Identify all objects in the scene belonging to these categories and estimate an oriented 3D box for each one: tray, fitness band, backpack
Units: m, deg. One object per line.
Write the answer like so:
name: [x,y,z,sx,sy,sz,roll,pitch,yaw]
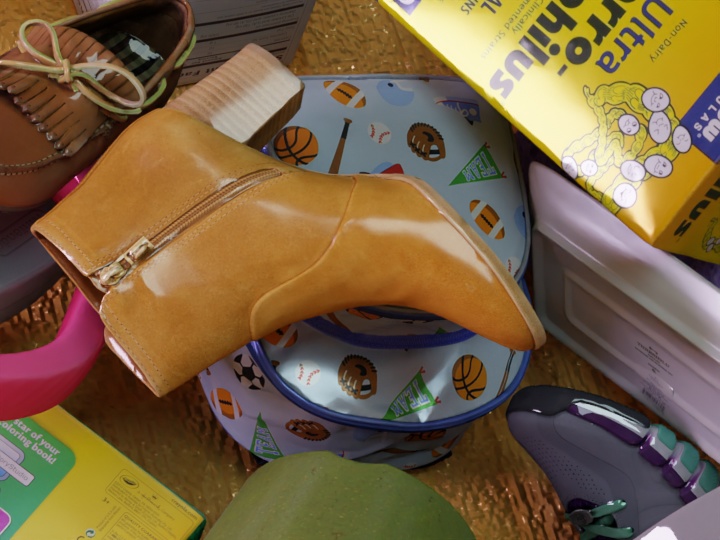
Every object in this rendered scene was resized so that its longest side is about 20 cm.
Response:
tray: [0.144,0.037,1.159,0.022,0.108,0.200,-34,52,-23]
fitness band: [-0.175,-0.012,1.107,0.143,0.037,0.200,27,34,-10]
backpack: [0.000,0.000,1.198,0.200,0.154,0.191,-4,73,-21]

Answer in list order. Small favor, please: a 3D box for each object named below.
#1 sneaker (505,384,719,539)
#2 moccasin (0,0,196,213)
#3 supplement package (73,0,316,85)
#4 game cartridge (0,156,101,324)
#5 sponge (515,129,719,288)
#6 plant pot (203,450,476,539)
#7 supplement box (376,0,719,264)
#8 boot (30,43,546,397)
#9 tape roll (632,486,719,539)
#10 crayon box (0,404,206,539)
sneaker: [0.142,0.136,1.178,0.200,0.074,0.088,36,66,-18]
moccasin: [-0.134,-0.083,1.135,0.074,0.078,0.201,43,32,11]
supplement package: [-0.080,-0.193,1.244,0.109,0.200,0.114,-12,66,-21]
game cartridge: [-0.204,-0.033,1.175,0.133,0.042,0.200,41,33,5]
sponge: [0.153,-0.011,1.238,0.200,0.112,0.030,44,33,26]
plant pot: [-0.027,0.187,1.075,0.200,0.200,0.190,26,45,-1]
supplement box: [0.118,-0.110,1.167,0.200,0.109,0.109,44,15,22]
boot: [-0.034,0.008,1.071,0.201,0.071,0.144,41,77,12]
tape roll: [0.187,0.151,1.072,0.200,0.200,0.066,-12,59,-22]
crayon box: [-0.187,0.106,1.132,0.200,0.058,0.119,37,58,6]
